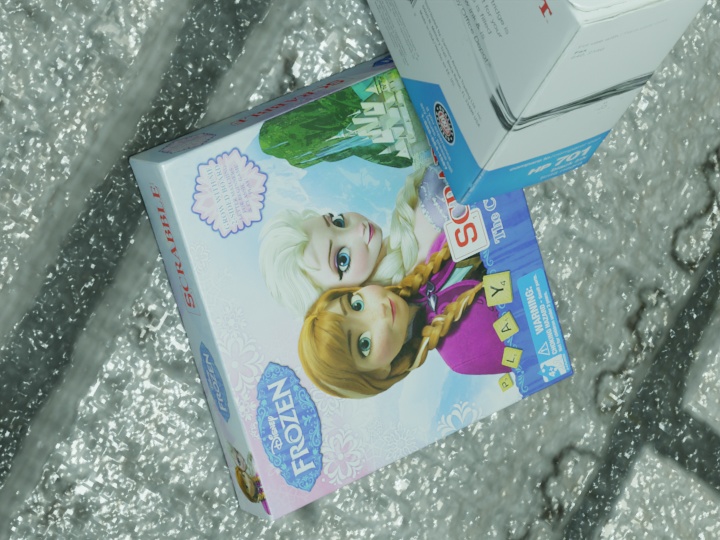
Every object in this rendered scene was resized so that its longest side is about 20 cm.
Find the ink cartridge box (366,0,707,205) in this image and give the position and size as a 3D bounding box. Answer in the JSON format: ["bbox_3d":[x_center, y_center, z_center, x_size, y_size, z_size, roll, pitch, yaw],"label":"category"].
[{"bbox_3d":[0.079,-0.144,1.225,0.085,0.200,0.147,-17,73,-22],"label":"ink cartridge box"}]

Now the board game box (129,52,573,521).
[{"bbox_3d":[0.000,0.000,1.329,0.199,0.041,0.201,-25,107,-24],"label":"board game box"}]
